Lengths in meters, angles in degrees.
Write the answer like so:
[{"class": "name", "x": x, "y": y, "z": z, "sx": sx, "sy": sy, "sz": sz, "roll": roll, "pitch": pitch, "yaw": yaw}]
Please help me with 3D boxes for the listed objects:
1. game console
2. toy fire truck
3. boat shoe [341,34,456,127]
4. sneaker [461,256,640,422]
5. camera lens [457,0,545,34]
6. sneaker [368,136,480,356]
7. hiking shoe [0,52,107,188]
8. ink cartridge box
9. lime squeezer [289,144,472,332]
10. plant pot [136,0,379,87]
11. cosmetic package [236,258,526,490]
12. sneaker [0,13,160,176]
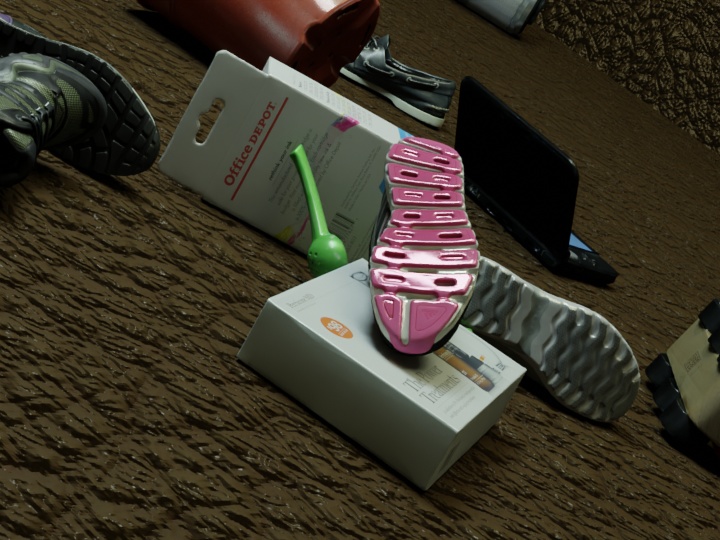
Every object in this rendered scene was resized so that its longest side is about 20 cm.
[{"class": "game console", "x": 0.192, "y": -0.095, "z": 1.795, "sx": 0.175, "sy": 0.117, "sz": 0.200, "roll": 14, "pitch": 25, "yaw": -46}, {"class": "toy fire truck", "x": 0.372, "y": 0.129, "z": 1.494, "sx": 0.200, "sy": 0.129, "sz": 0.176, "roll": 41, "pitch": 14, "yaw": -9}, {"class": "boat shoe", "x": 0.027, "y": -0.250, "z": 2.033, "sx": 0.198, "sy": 0.067, "sz": 0.075, "roll": 32, "pitch": 17, "yaw": 0}, {"class": "sneaker", "x": 0.144, "y": 0.047, "z": 1.372, "sx": 0.199, "sy": 0.075, "sz": 0.082, "roll": 38, "pitch": -1, "yaw": -12}, {"class": "camera lens", "x": 0.261, "y": -0.553, "z": 3.165, "sx": 0.199, "sy": 0.161, "sz": 0.160, "roll": 31, "pitch": 16, "yaw": 2}, {"class": "sneaker", "x": 0.041, "y": -0.001, "z": 1.156, "sx": 0.073, "sy": 0.088, "sz": 0.201, "roll": 3, "pitch": 40, "yaw": -1}, {"class": "hiking shoe", "x": -0.236, "y": -0.088, "z": 1.107, "sx": 0.199, "sy": 0.076, "sz": 0.101, "roll": -6, "pitch": 48, "yaw": -50}, {"class": "ink cartridge box", "x": -0.049, "y": -0.087, "z": 1.339, "sx": 0.198, "sy": 0.116, "sz": 0.068, "roll": 28, "pitch": 16, "yaw": -11}, {"class": "lime squeezer", "x": 0.000, "y": 0.000, "z": 1.287, "sx": 0.200, "sy": 0.038, "sz": 0.071, "roll": 46, "pitch": 34, "yaw": -6}, {"class": "plant pot", "x": -0.095, "y": -0.284, "z": 1.721, "sx": 0.195, "sy": 0.201, "sz": 0.200, "roll": 44, "pitch": 19, "yaw": 15}, {"class": "cosmetic package", "x": 0.020, "y": 0.064, "z": 1.147, "sx": 0.150, "sy": 0.052, "sz": 0.200, "roll": 32, "pitch": 16, "yaw": 11}, {"class": "sneaker", "x": -0.227, "y": -0.143, "z": 1.261, "sx": 0.199, "sy": 0.076, "sz": 0.088, "roll": 33, "pitch": 10, "yaw": 4}]
